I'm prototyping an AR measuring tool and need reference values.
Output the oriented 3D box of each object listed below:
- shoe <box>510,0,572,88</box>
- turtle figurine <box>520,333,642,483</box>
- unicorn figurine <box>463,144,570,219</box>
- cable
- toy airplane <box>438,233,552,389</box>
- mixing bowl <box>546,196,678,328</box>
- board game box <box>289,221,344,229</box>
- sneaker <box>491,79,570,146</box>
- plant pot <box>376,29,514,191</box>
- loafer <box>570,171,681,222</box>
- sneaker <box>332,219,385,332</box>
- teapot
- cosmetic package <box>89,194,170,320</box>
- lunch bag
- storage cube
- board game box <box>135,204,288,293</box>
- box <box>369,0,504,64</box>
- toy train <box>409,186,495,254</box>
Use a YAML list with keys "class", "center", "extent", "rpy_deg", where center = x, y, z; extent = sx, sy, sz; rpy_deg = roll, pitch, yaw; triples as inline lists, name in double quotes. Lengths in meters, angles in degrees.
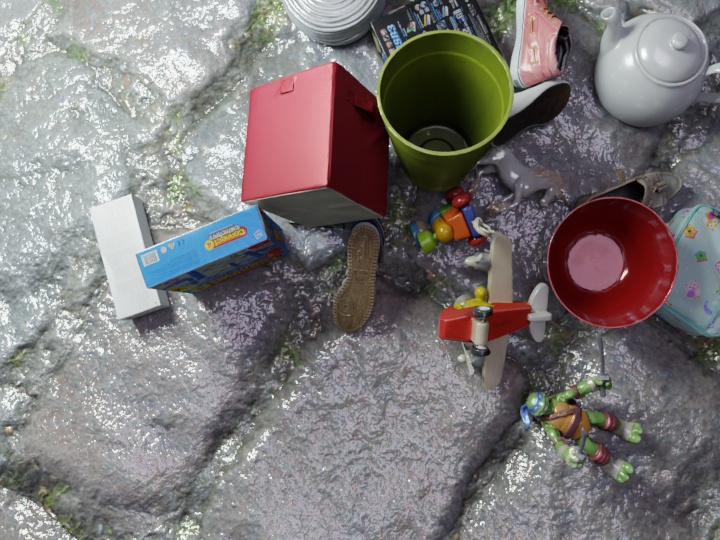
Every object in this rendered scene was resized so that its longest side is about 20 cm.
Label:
- class: "shoe"
  center: [0.322, -0.423, 0.937]
  extent: [0.090, 0.070, 0.207]
  rpy_deg: [1, 79, 47]
- class: "turtle figurine"
  center: [0.373, 0.246, 0.849]
  extent: [0.191, 0.146, 0.201]
  rpy_deg: [30, 129, -13]
- class: "unicorn figurine"
  center: [0.264, -0.155, 0.936]
  extent: [0.136, 0.074, 0.202]
  rpy_deg: [-37, 85, -1]
- class: "cable"
  center: [-0.049, -0.520, 0.981]
  extent: [0.198, 0.069, 0.202]
  rpy_deg: [-35, 85, -1]
- class: "toy airplane"
  center: [0.219, 0.070, 0.901]
  extent: [0.199, 0.140, 0.202]
  rpy_deg: [44, 76, -33]
- class: "mixing bowl"
  center: [0.403, -0.014, 0.894]
  extent: [0.194, 0.108, 0.207]
  rpy_deg: [0, 92, 11]
- class: "board game box"
  center: [-0.070, -0.181, 0.976]
  extent: [0.101, 0.023, 0.207]
  rpy_deg: [4, 85, 0]
- class: "sneaker"
  center: [0.281, -0.294, 0.952]
  extent: [0.196, 0.074, 0.085]
  rpy_deg: [-27, 45, -17]
- class: "plant pot"
  center: [0.127, -0.227, 0.855]
  extent: [0.194, 0.193, 0.207]
  rpy_deg: [-1, 73, 4]
- class: "loafer"
  center: [0.468, -0.125, 0.932]
  extent: [0.194, 0.063, 0.074]
  rpy_deg: [-16, 84, 0]
- class: "sneaker"
  center: [0.000, 0.000, 0.941]
  extent: [0.068, 0.109, 0.205]
  rpy_deg: [12, 115, 1]
- class: "teapot"
  center: [0.509, -0.351, 0.911]
  extent: [0.194, 0.146, 0.203]
  rpy_deg: [-17, 85, -1]
- class: "cosmetic package"
  center: [-0.409, -0.022, 0.958]
  extent: [0.080, 0.051, 0.206]
  rpy_deg: [-17, 85, 2]
- class: "lunch bag"
  center: [0.578, 0.000, 0.910]
  extent: [0.158, 0.077, 0.203]
  rpy_deg: [33, 87, 5]
- class: "storage cube"
  center: [-0.065, -0.183, 0.844]
  extent: [0.195, 0.169, 0.186]
  rpy_deg: [-3, 79, 32]
- class: "board game box"
  center: [-0.229, -0.027, 0.880]
  extent: [0.195, 0.196, 0.057]
  rpy_deg: [-22, 85, 0]
- class: "box"
  center: [0.142, -0.393, 0.974]
  extent: [0.194, 0.050, 0.204]
  rpy_deg: [-25, 85, 0]
- class: "toy train"
  center: [0.142, -0.064, 0.874]
  extent: [0.113, 0.201, 0.086]
  rpy_deg: [-26, 105, 8]
